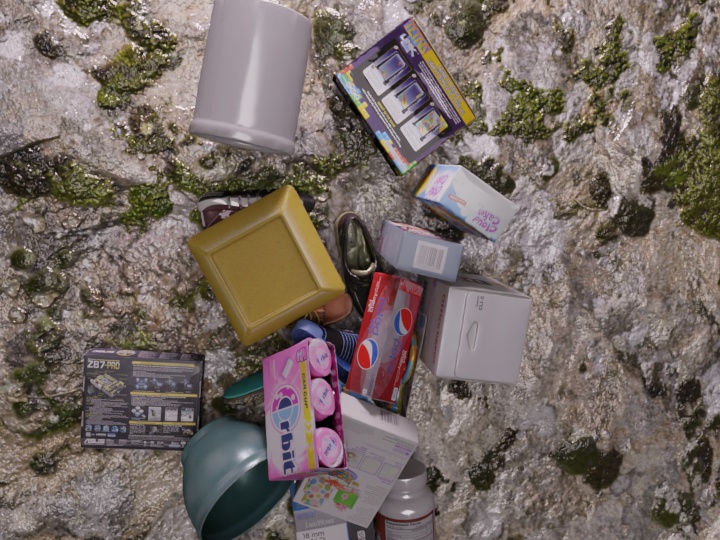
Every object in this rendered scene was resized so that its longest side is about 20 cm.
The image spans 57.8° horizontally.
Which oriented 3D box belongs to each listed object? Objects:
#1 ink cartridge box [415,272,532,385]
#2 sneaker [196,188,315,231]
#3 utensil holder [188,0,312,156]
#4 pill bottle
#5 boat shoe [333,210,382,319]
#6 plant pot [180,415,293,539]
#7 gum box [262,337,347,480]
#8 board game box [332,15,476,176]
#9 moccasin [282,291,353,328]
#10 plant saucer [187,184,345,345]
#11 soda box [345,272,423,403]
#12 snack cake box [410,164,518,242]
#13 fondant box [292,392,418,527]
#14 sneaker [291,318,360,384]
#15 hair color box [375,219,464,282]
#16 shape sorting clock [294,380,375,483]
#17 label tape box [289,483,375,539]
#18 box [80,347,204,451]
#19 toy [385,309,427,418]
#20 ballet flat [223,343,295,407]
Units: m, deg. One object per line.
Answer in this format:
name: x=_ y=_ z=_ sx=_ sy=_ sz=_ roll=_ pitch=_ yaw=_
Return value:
ink cartridge box: x=0.177 y=0.089 z=1.099 sx=0.141 sy=0.200 sz=0.149 roll=7 pitch=98 yaw=-9
sneaker: x=-0.172 y=-0.073 z=1.098 sx=0.195 sy=0.076 sz=0.118 roll=0 pitch=106 yaw=1
utensil holder: x=-0.165 y=-0.295 z=1.011 sx=0.166 sy=0.170 sz=0.205 roll=11 pitch=95 yaw=-9
pill bottle: x=0.082 y=0.455 z=1.185 sx=0.109 sy=0.112 sz=0.205 roll=-4 pitch=98 yaw=-7
boat shoe: x=0.001 y=-0.001 z=1.129 sx=0.070 sy=0.066 sz=0.205 roll=-16 pitch=100 yaw=-6
plant pot: x=-0.218 y=0.334 z=1.093 sx=0.134 sy=0.200 sz=0.201 roll=41 pitch=91 yaw=30
gum box: x=-0.091 y=0.215 z=1.021 sx=0.065 sy=0.112 sz=0.204 roll=16 pitch=58 yaw=-45
board game box: x=0.074 y=-0.291 z=1.103 sx=0.164 sy=0.057 sz=0.202 roll=-36 pitch=101 yaw=-4
moccasin: x=-0.109 y=0.063 z=1.115 sx=0.196 sy=0.078 sz=0.076 roll=3 pitch=87 yaw=-8
plant saucer: x=-0.151 y=-0.001 z=1.044 sx=0.197 sy=0.048 sz=0.203 roll=-28 pitch=102 yaw=3
soda box: x=0.041 y=0.110 z=1.086 sx=0.063 sy=0.069 sz=0.205 roll=21 pitch=82 yaw=-41
snack cake box: x=0.164 y=-0.114 z=1.067 sx=0.114 sy=0.200 sz=0.068 roll=34 pitch=93 yaw=-11
fondant box: x=-0.010 y=0.318 z=1.085 sx=0.142 sy=0.059 sz=0.203 roll=23 pitch=111 yaw=-11
sneaker: x=-0.037 y=0.130 z=1.120 sx=0.200 sy=0.069 sz=0.079 roll=45 pitch=49 yaw=-32
hair color box: x=0.092 y=-0.037 z=1.068 sx=0.097 sy=0.200 sz=0.062 roll=13 pitch=97 yaw=-9
shape sorting clock: x=-0.053 y=0.298 z=1.166 sx=0.195 sy=0.039 sz=0.205 roll=0 pitch=87 yaw=-6
label tape box: x=-0.053 y=0.441 z=1.188 sx=0.141 sy=0.063 sz=0.205 roll=-8 pitch=100 yaw=-7
box: x=-0.371 y=0.222 z=1.118 sx=0.195 sy=0.049 sz=0.165 roll=4 pitch=99 yaw=-9
toy: x=0.066 y=0.163 z=1.136 sx=0.046 sy=0.115 sz=0.205 roll=6 pitch=98 yaw=-11
ballet flat: x=-0.141 y=0.193 z=1.141 sx=0.198 sy=0.068 sz=0.076 roll=-35 pitch=111 yaw=-6
